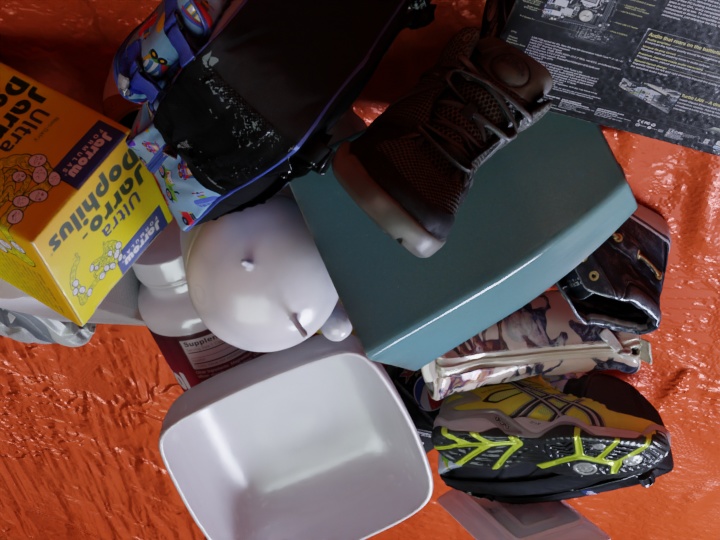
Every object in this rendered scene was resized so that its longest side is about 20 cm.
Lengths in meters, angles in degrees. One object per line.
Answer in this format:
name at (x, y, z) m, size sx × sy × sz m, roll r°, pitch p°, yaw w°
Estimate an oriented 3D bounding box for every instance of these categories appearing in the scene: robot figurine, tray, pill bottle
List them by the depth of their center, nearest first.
robot figurine at (-0.075, -0.011, 1.005) m, size 0.169 × 0.200 × 0.113 m, roll 37°, pitch 98°, yaw -19°
pill bottle at (-0.122, 0.045, 1.175) m, size 0.112 × 0.114 × 0.201 m, roll -6°, pitch 127°, yaw 24°
tray at (0.154, 0.235, 1.340) m, size 0.106 × 0.022 × 0.200 m, roll -15°, pitch -166°, yaw -14°

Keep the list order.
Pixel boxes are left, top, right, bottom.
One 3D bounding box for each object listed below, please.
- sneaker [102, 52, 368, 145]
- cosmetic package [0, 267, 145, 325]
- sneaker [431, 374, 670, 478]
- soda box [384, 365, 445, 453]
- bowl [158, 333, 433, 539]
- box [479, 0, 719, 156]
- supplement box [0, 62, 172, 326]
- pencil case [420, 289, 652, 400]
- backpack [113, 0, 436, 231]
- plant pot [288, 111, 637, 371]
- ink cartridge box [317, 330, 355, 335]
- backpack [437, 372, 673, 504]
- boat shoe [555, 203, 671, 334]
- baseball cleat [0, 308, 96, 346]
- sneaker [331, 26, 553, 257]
sneaker at (-0.093, -0.095, 0.998) m, size 0.197 × 0.086 × 0.073 m, roll 13°, pitch 147°, yaw -7°
cosmetic package at (-0.245, 0.000, 1.133) m, size 0.100 × 0.075 × 0.200 m, roll 2°, pitch 171°, yaw 12°
sneaker at (0.160, 0.123, 1.142) m, size 0.197 × 0.077 × 0.076 m, roll 6°, pitch 144°, yaw 14°
soda box at (0.045, 0.130, 1.287) m, size 0.063 × 0.072 × 0.200 m, roll 14°, pitch 165°, yaw -4°
bowl at (-0.053, 0.145, 1.140) m, size 0.198 × 0.075 × 0.201 m, roll -22°, pitch 123°, yaw 4°
box at (0.185, -0.161, 0.809) m, size 0.197 × 0.087 × 0.164 m, roll 13°, pitch 149°, yaw -5°
supplement box at (-0.254, -0.068, 0.989) m, size 0.199 × 0.109 × 0.110 m, roll 27°, pitch 156°, yaw 25°
pencil case at (0.137, 0.057, 1.127) m, size 0.197 × 0.079 × 0.089 m, roll -7°, pitch -169°, yaw -10°
backpack at (-0.074, -0.125, 0.856) m, size 0.134 × 0.183 × 0.200 m, roll 41°, pitch 147°, yaw -12°
plant pot at (0.079, -0.044, 0.932) m, size 0.198 × 0.143 × 0.141 m, roll -28°, pitch 166°, yaw 12°
ink cartridge box at (0.000, 0.000, 1.163) m, size 0.197 × 0.048 × 0.198 m, roll 13°, pitch 150°, yaw -10°
backpack at (0.165, 0.156, 1.289) m, size 0.199 × 0.155 × 0.162 m, roll -32°, pitch 146°, yaw 31°
boat shoe at (0.153, -0.024, 1.034) m, size 0.198 × 0.092 × 0.071 m, roll 22°, pitch 147°, yaw -19°
baseball cleat at (-0.331, 0.020, 1.263) m, size 0.105 × 0.070 × 0.200 m, roll -7°, pitch 144°, yaw 24°
sneaker at (0.048, -0.078, 0.758) m, size 0.076 × 0.200 × 0.114 m, roll 43°, pitch 109°, yaw -4°
